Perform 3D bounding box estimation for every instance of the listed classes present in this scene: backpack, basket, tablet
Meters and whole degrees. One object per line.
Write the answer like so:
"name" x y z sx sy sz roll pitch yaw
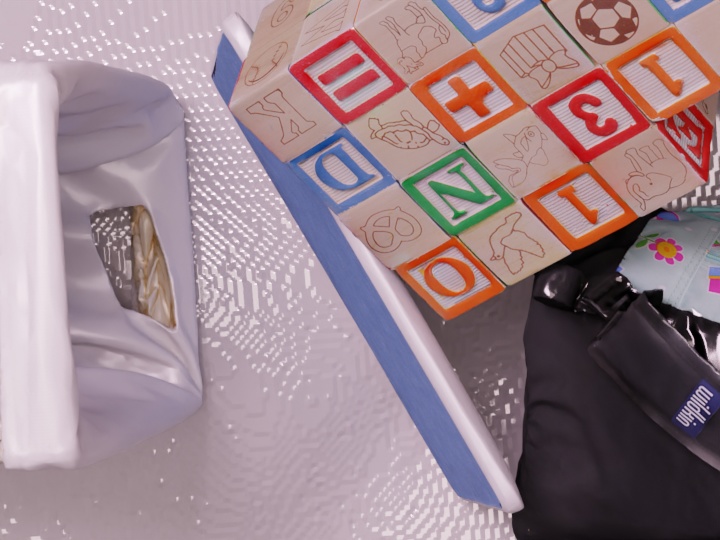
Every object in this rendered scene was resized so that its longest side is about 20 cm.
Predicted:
"backpack" 0.163 0.056 0.858 0.199 0.127 0.168 14 133 19
"basket" -0.139 -0.002 0.859 0.123 0.200 0.136 -3 91 9
"tablet" 0.000 0.000 0.882 0.014 0.130 0.201 -31 90 -6

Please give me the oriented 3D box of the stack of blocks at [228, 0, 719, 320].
"stack of blocks" 0.070 -0.077 0.774 0.200 0.059 0.115 -30 119 33
